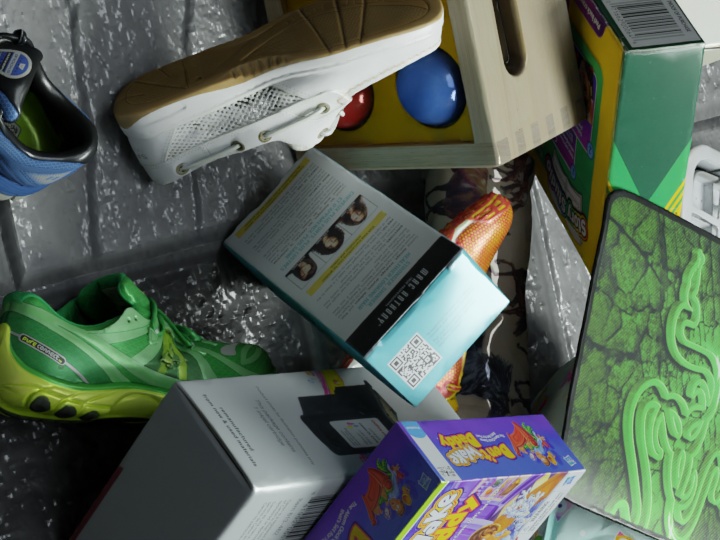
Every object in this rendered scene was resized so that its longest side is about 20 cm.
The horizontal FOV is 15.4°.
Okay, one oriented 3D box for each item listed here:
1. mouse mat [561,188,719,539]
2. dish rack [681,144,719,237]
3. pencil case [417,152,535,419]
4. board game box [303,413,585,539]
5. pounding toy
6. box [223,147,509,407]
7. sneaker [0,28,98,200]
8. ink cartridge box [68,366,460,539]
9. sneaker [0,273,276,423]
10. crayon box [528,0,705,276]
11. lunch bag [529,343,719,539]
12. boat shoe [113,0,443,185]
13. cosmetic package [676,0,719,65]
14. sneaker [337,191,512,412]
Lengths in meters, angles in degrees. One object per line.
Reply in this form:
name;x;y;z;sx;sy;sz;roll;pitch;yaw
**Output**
mouse mat;0.193;0.066;1.614;0.160;0.008;0.201;24;68;-30
dish rack;0.277;0.014;1.955;0.199;0.043;0.173;21;67;-44
pencil case;0.071;0.017;1.696;0.077;0.089;0.201;2;81;-2
board game box;0.018;0.166;1.477;0.134;0.200;0.045;1;43;-50
pounding toy;0.008;-0.164;1.608;0.142;0.183;0.201;-29;112;-47
box;0.000;0.000;1.526;0.082;0.200;0.049;-47;123;-3
sneaker;-0.214;-0.112;1.401;0.200;0.089;0.079;37;56;-37
ink cartridge box;-0.046;0.134;1.490;0.199;0.146;0.083;-2;45;-49
sneaker;-0.120;0.044;1.486;0.199;0.074;0.084;5;82;-47
crayon box;0.151;-0.119;1.690;0.058;0.200;0.173;-7;127;-13
lunch bag;0.163;0.121;1.701;0.121;0.170;0.201;14;69;-4
boat shoe;-0.040;-0.104;1.540;0.071;0.199;0.070;-94;163;-60
cosmetic package;0.189;-0.180;1.773;0.073;0.200;0.104;-8;86;-17
sneaker;0.040;0.043;1.622;0.077;0.073;0.201;33;86;-3
